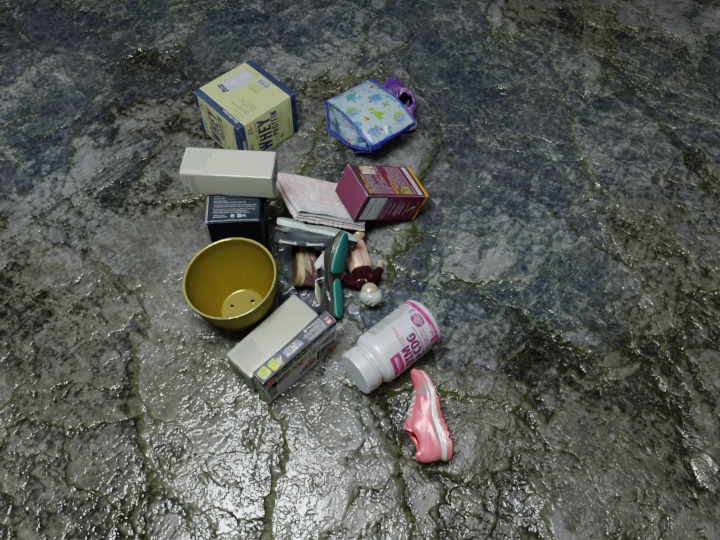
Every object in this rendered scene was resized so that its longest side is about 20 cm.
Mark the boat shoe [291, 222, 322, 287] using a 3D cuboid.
[{"bbox_3d":[-0.124,-0.047,1.429,0.071,0.072,0.202,8,52,-17],"label":"boat shoe"}]

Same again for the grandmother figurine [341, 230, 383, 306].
[{"bbox_3d":[0.000,0.000,1.402,0.120,0.061,0.202,-20,56,-4],"label":"grandmother figurine"}]

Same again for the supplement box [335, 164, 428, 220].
[{"bbox_3d":[0.053,-0.190,1.467,0.198,0.086,0.111,-5,51,-37],"label":"supplement box"}]

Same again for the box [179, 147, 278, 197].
[{"bbox_3d":[-0.280,-0.211,1.286,0.197,0.069,0.083,4,56,0],"label":"box"}]

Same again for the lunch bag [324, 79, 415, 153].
[{"bbox_3d":[0.027,-0.410,1.634,0.169,0.128,0.200,-35,54,-22],"label":"lunch bag"}]

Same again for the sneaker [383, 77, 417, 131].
[{"bbox_3d":[0.117,-0.497,1.718,0.079,0.089,0.202,-12,56,-8],"label":"sneaker"}]

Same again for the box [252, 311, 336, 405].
[{"bbox_3d":[-0.131,0.182,1.244,0.035,0.111,0.199,39,63,23],"label":"box"}]

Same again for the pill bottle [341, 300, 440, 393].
[{"bbox_3d":[0.064,0.162,1.261,0.199,0.114,0.113,-35,63,-21],"label":"pill bottle"}]

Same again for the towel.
[{"bbox_3d":[-0.099,-0.172,1.458,0.198,0.032,0.192,7,34,-32],"label":"towel"}]

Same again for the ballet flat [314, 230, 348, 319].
[{"bbox_3d":[-0.071,0.010,1.341,0.067,0.068,0.203,6,92,23],"label":"ballet flat"}]

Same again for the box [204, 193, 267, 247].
[{"bbox_3d":[-0.282,-0.129,1.394,0.122,0.201,0.199,-3,56,-5],"label":"box"}]

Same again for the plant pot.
[{"bbox_3d":[-0.271,0.051,1.305,0.197,0.143,0.202,-1,57,2],"label":"plant pot"}]

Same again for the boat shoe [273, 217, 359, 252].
[{"bbox_3d":[-0.102,-0.073,1.378,0.197,0.061,0.076,12,11,-11],"label":"boat shoe"}]

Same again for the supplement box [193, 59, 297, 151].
[{"bbox_3d":[-0.311,-0.434,1.636,0.199,0.135,0.200,-39,65,-24],"label":"supplement box"}]

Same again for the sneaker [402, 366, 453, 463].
[{"bbox_3d":[0.121,0.289,1.202,0.086,0.074,0.202,-11,57,-7],"label":"sneaker"}]

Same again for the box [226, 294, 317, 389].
[{"bbox_3d":[-0.184,0.152,1.279,0.082,0.069,0.200,38,63,22],"label":"box"}]
